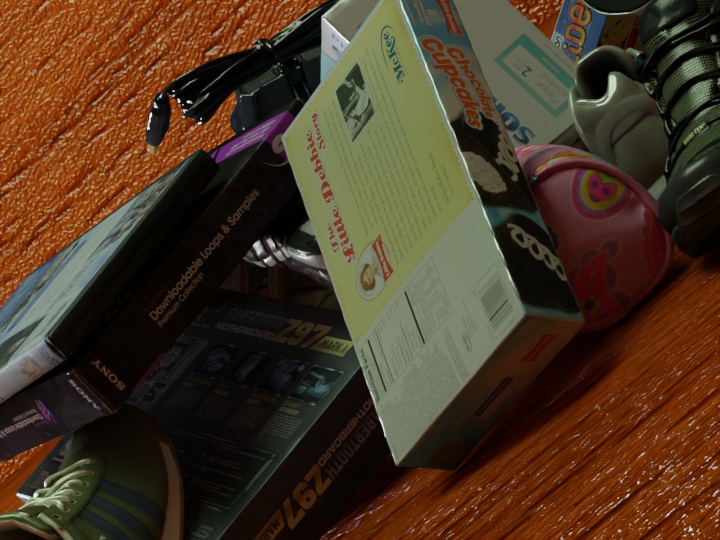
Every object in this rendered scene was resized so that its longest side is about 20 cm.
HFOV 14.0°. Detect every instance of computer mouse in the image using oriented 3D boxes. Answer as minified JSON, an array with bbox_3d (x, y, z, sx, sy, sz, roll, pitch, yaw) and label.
[{"bbox_3d":[-0.062,-0.090,1.741,0.140,0.046,0.200,-27,-10,-13],"label":"computer mouse"}]

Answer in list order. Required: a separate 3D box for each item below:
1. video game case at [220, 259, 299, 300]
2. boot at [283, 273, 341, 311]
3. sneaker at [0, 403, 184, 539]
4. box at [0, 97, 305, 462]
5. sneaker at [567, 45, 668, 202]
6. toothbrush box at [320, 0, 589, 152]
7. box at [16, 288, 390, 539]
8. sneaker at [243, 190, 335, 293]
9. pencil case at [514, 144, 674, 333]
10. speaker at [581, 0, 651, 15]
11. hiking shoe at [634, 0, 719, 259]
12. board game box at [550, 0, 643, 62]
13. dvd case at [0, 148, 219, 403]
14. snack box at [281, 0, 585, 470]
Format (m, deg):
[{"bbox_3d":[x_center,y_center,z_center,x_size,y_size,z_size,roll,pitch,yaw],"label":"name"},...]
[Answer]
[{"bbox_3d":[-0.067,0.030,1.694,0.182,0.022,0.200,-36,-32,-29],"label":"video game case"},{"bbox_3d":[-0.021,0.084,1.577,0.175,0.066,0.200,-10,37,48],"label":"boot"},{"bbox_3d":[-0.137,0.128,1.400,0.067,0.090,0.200,-39,37,28],"label":"sneaker"},{"bbox_3d":[-0.108,0.006,1.499,0.200,0.036,0.143,-53,14,-29],"label":"box"},{"bbox_3d":[0.151,-0.083,1.530,0.076,0.092,0.200,-40,5,9],"label":"sneaker"},{"bbox_3d":[0.055,-0.084,1.674,0.085,0.146,0.200,-43,-14,-13],"label":"toothbrush box"},{"bbox_3d":[-0.070,0.087,1.512,0.158,0.051,0.200,-51,30,-19],"label":"box"},{"bbox_3d":[0.000,0.000,1.537,0.076,0.116,0.200,-47,18,-3],"label":"sneaker"},{"bbox_3d":[0.094,-0.018,1.432,0.087,0.087,0.200,-41,7,0],"label":"pencil case"},{"bbox_3d":[0.200,-0.186,1.698,0.081,0.081,0.200,-38,-20,33],"label":"speaker"},{"bbox_3d":[0.157,-0.076,1.353,0.076,0.101,0.200,-40,5,24],"label":"hiking shoe"},{"bbox_3d":[0.184,-0.194,1.779,0.135,0.034,0.200,-12,-53,-50],"label":"board game box"},{"bbox_3d":[-0.158,0.021,1.492,0.200,0.018,0.143,-32,17,52],"label":"dvd case"},{"bbox_3d":[0.029,-0.022,1.356,0.037,0.200,0.116,6,-41,-34],"label":"snack box"}]
